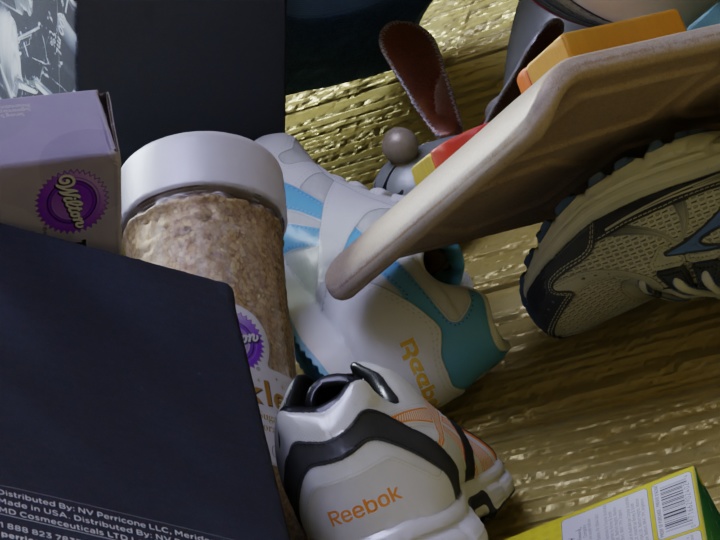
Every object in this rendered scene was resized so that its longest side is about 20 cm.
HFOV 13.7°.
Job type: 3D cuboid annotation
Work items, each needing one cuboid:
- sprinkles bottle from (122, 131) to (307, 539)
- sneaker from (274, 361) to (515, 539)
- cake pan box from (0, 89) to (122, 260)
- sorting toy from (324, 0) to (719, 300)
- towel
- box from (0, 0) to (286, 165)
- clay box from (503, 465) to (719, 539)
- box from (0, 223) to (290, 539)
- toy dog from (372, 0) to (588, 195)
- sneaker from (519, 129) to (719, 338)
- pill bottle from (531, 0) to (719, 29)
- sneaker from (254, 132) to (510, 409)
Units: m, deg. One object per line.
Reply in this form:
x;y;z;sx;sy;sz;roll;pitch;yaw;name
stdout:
-0.056;0.045;1.152;0.068;0.068;0.200;-18;56;20;sprinkles bottle
0.009;0.065;1.075;0.074;0.080;0.200;-25;2;2;sneaker
-0.175;0.030;1.076;0.184;0.200;0.052;-6;34;-13;cake pan box
0.097;-0.059;1.137;0.200;0.037;0.185;-20;-11;-32;sorting toy
-0.002;-0.139;1.366;0.111;0.049;0.200;-17;-15;-25;towel
-0.117;-0.154;1.344;0.104;0.200;0.182;-14;31;-25;box
0.034;0.149;1.005;0.200;0.048;0.115;-23;29;14;clay box
-0.115;0.121;0.998;0.199;0.123;0.200;-108;38;-55;box
0.075;-0.105;1.319;0.132;0.096;0.200;-8;35;35;toy dog
0.147;-0.014;1.125;0.200;0.085;0.077;-31;-18;30;sneaker
0.114;-0.153;1.170;0.119;0.120;0.200;-30;6;-1;pill bottle
0.000;0.000;1.254;0.081;0.077;0.200;-26;36;-3;sneaker
